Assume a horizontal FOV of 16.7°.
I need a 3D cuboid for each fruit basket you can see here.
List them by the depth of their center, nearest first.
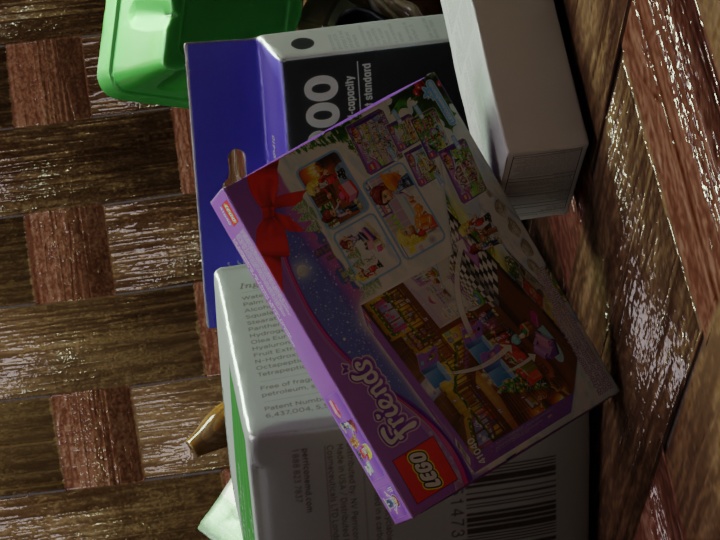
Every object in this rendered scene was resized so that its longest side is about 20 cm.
[{"bbox_3d":[-0.099,-0.209,1.680,0.215,0.155,0.217,-174,90,-70],"label":"fruit basket"}]

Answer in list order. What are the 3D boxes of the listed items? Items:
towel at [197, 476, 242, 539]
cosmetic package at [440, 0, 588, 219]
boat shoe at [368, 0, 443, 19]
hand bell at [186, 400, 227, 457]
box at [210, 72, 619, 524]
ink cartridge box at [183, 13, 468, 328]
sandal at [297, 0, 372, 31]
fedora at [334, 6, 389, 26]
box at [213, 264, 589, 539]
[{"bbox_3d":[-0.017,0.139,1.780,0.152,0.201,0.023,31,175,44],"label":"towel"},{"bbox_3d":[0.080,-0.135,1.363,0.083,0.050,0.201,102,159,-64],"label":"cosmetic package"},{"bbox_3d":[0.026,-0.218,1.644,0.069,0.074,0.201,97,153,-59],"label":"boat shoe"},{"bbox_3d":[-0.050,0.083,1.912,0.104,0.200,0.104,52,168,16],"label":"hand bell"},{"bbox_3d":[0.029,0.014,1.304,0.201,0.136,0.039,60,163,3],"label":"box"},{"bbox_3d":[-0.001,-0.052,1.489,0.043,0.199,0.199,-107,12,-61],"label":"ink cartridge box"},{"bbox_3d":[0.000,-0.143,1.755,0.080,0.054,0.200,40,157,23],"label":"sandal"},{"bbox_3d":[0.008,-0.066,1.595,0.201,0.091,0.201,51,158,30],"label":"fedora"},{"bbox_3d":[0.024,0.108,1.457,0.172,0.199,0.200,-104,9,-54],"label":"box"}]
